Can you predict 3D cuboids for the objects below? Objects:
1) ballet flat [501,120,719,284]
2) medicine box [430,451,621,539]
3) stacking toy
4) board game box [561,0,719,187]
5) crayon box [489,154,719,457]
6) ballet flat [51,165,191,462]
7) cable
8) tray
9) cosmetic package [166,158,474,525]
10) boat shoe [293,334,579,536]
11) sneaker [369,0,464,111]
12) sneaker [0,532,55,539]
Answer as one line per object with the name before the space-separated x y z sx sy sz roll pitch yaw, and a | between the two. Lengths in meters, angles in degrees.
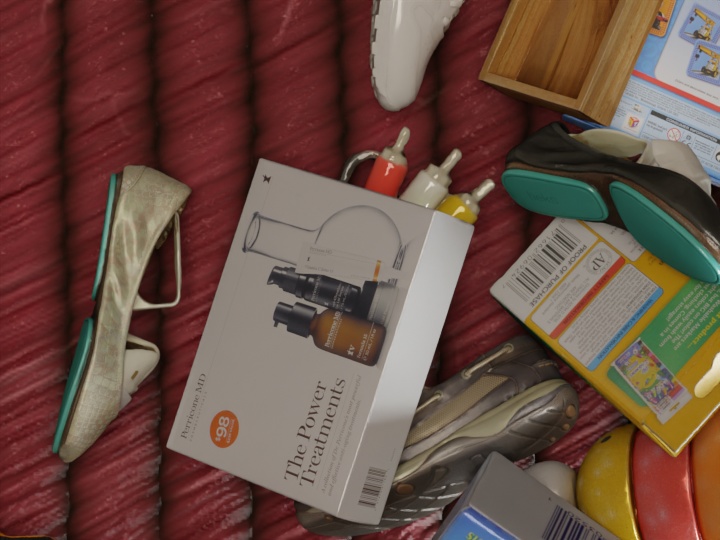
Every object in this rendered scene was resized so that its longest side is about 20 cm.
ballet flat | 0.171 -0.054 1.508 0.068 0.068 0.200 -46 43 -17
medicine box | 0.097 0.253 1.515 0.182 0.103 0.201 34 111 4
stacking toy | 0.189 0.140 1.548 0.199 0.146 0.147 -7 87 17
board game box | 0.240 -0.163 1.590 0.150 0.037 0.201 23 89 3
crayon box | 0.188 0.027 1.520 0.126 0.052 0.200 -47 44 0
ballet flat | -0.152 0.032 1.584 0.062 0.067 0.201 13 88 -7
cable | 0.000 0.000 1.586 0.097 0.050 0.201 32 89 8
tray | 0.158 -0.200 1.568 0.098 0.037 0.201 22 89 47
cosmetic package | -0.028 0.043 1.548 0.150 0.052 0.201 17 89 39
boat shoe | 0.045 0.108 1.578 0.199 0.075 0.074 -26 61 5
sneaker | 0.050 -0.201 1.584 0.080 0.076 0.201 10 89 -7
sneaker | -0.205 0.214 1.573 0.199 0.078 0.078 31 80 2
